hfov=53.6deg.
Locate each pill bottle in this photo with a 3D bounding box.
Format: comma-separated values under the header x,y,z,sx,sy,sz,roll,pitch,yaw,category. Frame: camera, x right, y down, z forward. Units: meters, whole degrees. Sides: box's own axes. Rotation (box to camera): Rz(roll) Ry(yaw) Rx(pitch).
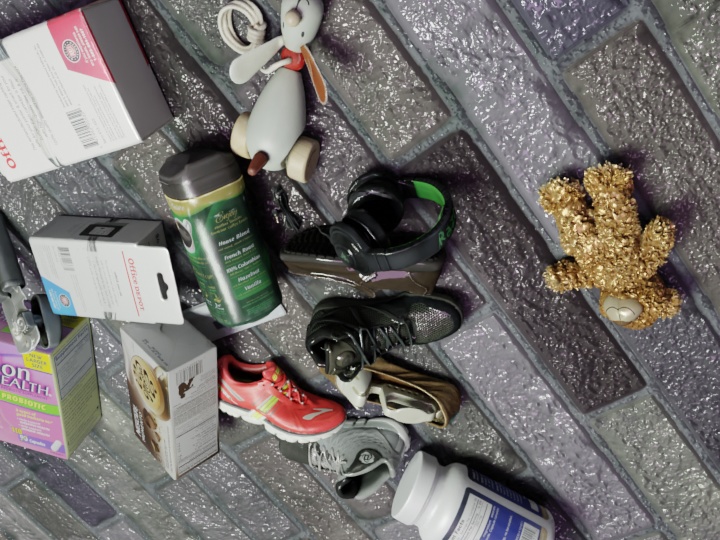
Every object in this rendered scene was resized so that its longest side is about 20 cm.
x,y,z,sx,sy,sz,roll,pitch,yaw,category
0.148,0.330,0.953,0.198,0.116,0.117,28,123,-1,pill bottle

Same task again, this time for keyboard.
x,y,z,sx,sy,sz,roll,pitch,yaw,category
-0.192,0.065,0.963,0.198,0.011,0.057,-20,117,26,keyboard

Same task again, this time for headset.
x,y,z,sx,sy,sz,roll,pitch,yaw,category
0.002,-0.061,0.762,0.197,0.124,0.095,-2,134,27,headset

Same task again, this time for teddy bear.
x,y,z,sx,sy,sz,roll,pitch,yaw,category
0.260,-0.018,0.746,0.143,0.067,0.203,-3,118,21,teddy bear

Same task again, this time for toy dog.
x,y,z,sx,sy,sz,roll,pitch,yaw,category
-0.089,-0.178,0.737,0.130,0.097,0.203,1,120,15,toy dog

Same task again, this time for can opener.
x,y,z,sx,sy,sz,roll,pitch,yaw,category
-0.461,0.016,0.960,0.053,0.066,0.202,-32,75,30,can opener

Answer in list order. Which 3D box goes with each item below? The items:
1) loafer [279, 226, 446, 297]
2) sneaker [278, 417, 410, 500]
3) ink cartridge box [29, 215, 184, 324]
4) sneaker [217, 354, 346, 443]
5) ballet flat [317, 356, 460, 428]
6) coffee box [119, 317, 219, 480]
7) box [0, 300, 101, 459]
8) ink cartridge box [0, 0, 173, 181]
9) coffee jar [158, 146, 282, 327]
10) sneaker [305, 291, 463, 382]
x,y,z,sx,sy,sz,roll,pitch,yaw,category
0.000,0.000,0.828,0.197,0.073,0.072,7,123,15,loafer
-0.036,0.256,0.963,0.197,0.116,0.076,-10,117,21,sneaker
-0.312,-0.001,0.923,0.196,0.067,0.118,4,120,15,ink cartridge box
-0.112,0.168,0.961,0.197,0.077,0.086,15,118,7,sneaker
0.031,0.155,0.910,0.197,0.073,0.069,19,123,5,ballet flat
-0.254,0.166,0.965,0.112,0.079,0.203,34,133,32,coffee box
-0.492,0.154,1.049,0.173,0.097,0.203,13,122,9,box
-0.338,-0.200,0.804,0.197,0.085,0.147,-11,116,21,ink cartridge box
-0.163,-0.042,0.830,0.104,0.085,0.203,23,134,57,coffee jar
0.023,0.081,0.847,0.196,0.115,0.077,-3,121,16,sneaker
